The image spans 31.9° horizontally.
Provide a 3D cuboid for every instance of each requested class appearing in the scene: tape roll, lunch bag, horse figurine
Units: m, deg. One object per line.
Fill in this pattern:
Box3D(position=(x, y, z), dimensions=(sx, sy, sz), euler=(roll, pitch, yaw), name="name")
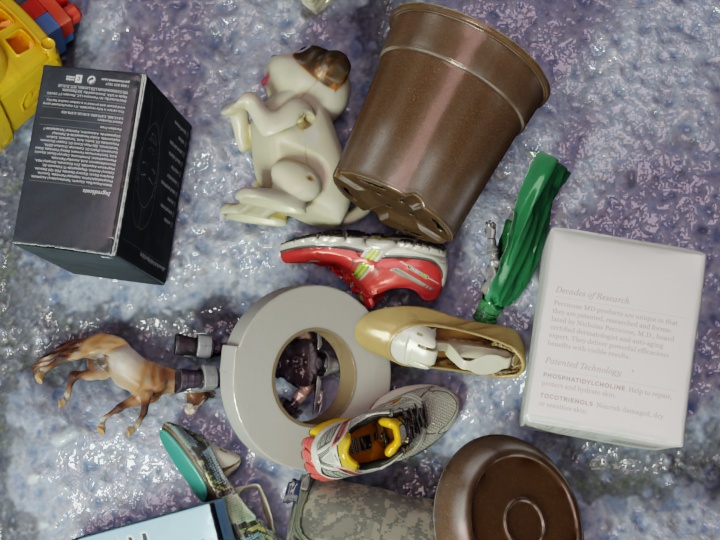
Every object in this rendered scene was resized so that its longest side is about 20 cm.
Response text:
Box3D(position=(-0.058, 0.116, 1.382), dimensions=(0.200, 0.037, 0.206), euler=(0, 90, -32), name="tape roll")
Box3D(position=(0.007, 0.315, 1.356), dimensions=(0.197, 0.140, 0.170), euler=(9, 65, 6), name="lunch bag")
Box3D(position=(-0.280, 0.123, 1.433), dimensions=(0.198, 0.050, 0.133), euler=(25, 42, 20), name="horse figurine")

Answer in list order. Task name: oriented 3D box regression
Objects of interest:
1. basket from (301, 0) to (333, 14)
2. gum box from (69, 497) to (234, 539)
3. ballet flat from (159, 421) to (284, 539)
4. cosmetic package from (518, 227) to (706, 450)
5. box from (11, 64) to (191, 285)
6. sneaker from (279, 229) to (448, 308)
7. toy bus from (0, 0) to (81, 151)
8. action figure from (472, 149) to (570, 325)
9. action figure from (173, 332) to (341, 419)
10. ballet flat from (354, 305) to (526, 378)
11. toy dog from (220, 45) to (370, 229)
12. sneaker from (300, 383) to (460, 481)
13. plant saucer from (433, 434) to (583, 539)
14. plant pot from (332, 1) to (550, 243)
Box3D(position=(-0.037, -0.420, 1.480), dimensions=(0.200, 0.123, 0.136), euler=(-44, 79, -4), name="basket")
Box3D(position=(-0.221, 0.358, 1.379), dimensions=(0.198, 0.044, 0.172), euler=(-18, 84, 18), name="gum box")
Box3D(position=(-0.151, 0.246, 1.419), dimensions=(0.074, 0.074, 0.201), euler=(-33, 81, -1), name="ballet flat")
Box3D(position=(0.265, 0.079, 1.349), dimensions=(0.164, 0.167, 0.203), euler=(9, 81, 7), name="cosmetic package")
Box3D(position=(-0.283, -0.101, 1.411), dimensions=(0.122, 0.200, 0.200), euler=(5, 81, 8), name="box")
Box3D(position=(0.000, 0.000, 1.436), dimensions=(0.197, 0.077, 0.086), euler=(6, 97, 11), name="sneaker")
Box3D(position=(-0.435, -0.278, 1.498), dimensions=(0.192, 0.136, 0.200), euler=(-42, 77, -16), name="toy bus")
Box3D(position=(0.174, -0.032, 1.420), dimensions=(0.054, 0.118, 0.202), euler=(22, 92, 31), name="action figure")
Box3D(position=(-0.111, 0.104, 1.428), dimensions=(0.197, 0.069, 0.132), euler=(3, 69, -12), name="action figure")
Box3D(position=(0.093, 0.082, 1.384), dimensions=(0.197, 0.063, 0.069), euler=(6, 118, -13), name="ballet flat")
Box3D(position=(-0.065, -0.158, 1.436), dimensions=(0.191, 0.140, 0.203), euler=(7, 81, -7), name="toy dog")
Box3D(position=(0.036, 0.179, 1.365), dimensions=(0.198, 0.082, 0.079), euler=(-22, 95, -35), name="sneaker")
Box3D(position=(0.167, 0.271, 1.337), dimensions=(0.198, 0.032, 0.203), euler=(12, 67, -29), name="plant saucer")
Box3D(position=(0.077, -0.151, 1.379), dimensions=(0.198, 0.200, 0.200), euler=(26, 79, 9), name="plant pot")
